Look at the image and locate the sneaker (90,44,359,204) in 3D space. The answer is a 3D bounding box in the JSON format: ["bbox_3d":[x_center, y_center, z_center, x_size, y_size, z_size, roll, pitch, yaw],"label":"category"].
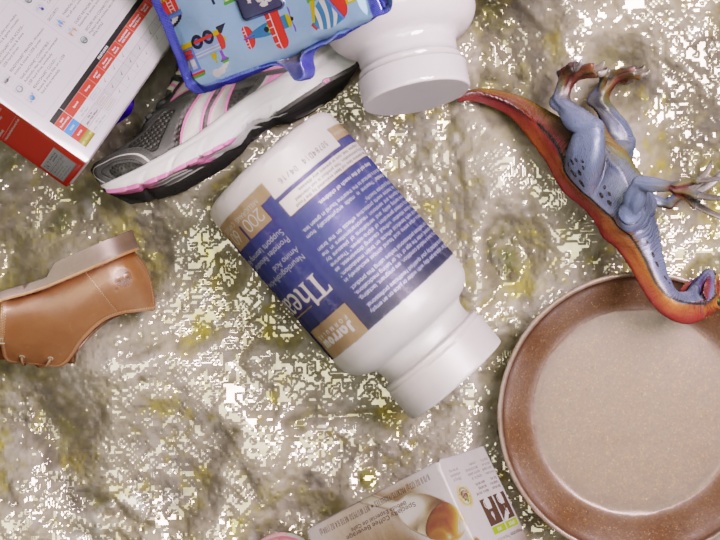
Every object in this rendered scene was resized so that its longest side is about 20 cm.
[{"bbox_3d":[-0.105,-0.122,1.035,0.200,0.080,0.086,-32,85,-10],"label":"sneaker"}]

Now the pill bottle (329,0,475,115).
[{"bbox_3d":[0.018,-0.210,0.992,0.104,0.104,0.201,-11,80,2],"label":"pill bottle"}]

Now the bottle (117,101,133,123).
[{"bbox_3d":[-0.239,-0.182,1.036,0.083,0.065,0.200,-32,90,-5],"label":"bottle"}]

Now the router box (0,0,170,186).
[{"bbox_3d":[-0.210,-0.188,0.980,0.179,0.049,0.200,36,62,-12],"label":"router box"}]

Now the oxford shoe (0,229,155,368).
[{"bbox_3d":[-0.239,0.044,1.040,0.200,0.071,0.071,-24,95,1],"label":"oxford shoe"}]

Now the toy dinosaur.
[{"bbox_3d":[0.181,-0.050,1.018,0.200,0.105,0.182,-8,85,36],"label":"toy dinosaur"}]

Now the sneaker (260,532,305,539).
[{"bbox_3d":[-0.016,0.278,1.019,0.075,0.105,0.200,-34,91,0],"label":"sneaker"}]

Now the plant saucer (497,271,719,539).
[{"bbox_3d":[0.196,0.100,1.041,0.200,0.037,0.201,0,91,3],"label":"plant saucer"}]

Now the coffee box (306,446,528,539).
[{"bbox_3d":[0.065,0.234,0.973,0.114,0.080,0.200,-31,77,24],"label":"coffee box"}]

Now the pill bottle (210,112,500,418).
[{"bbox_3d":[0.000,0.000,1.008,0.111,0.111,0.200,-41,90,2],"label":"pill bottle"}]

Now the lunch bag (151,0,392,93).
[{"bbox_3d":[-0.067,-0.215,0.943,0.150,0.094,0.201,-19,89,25],"label":"lunch bag"}]
